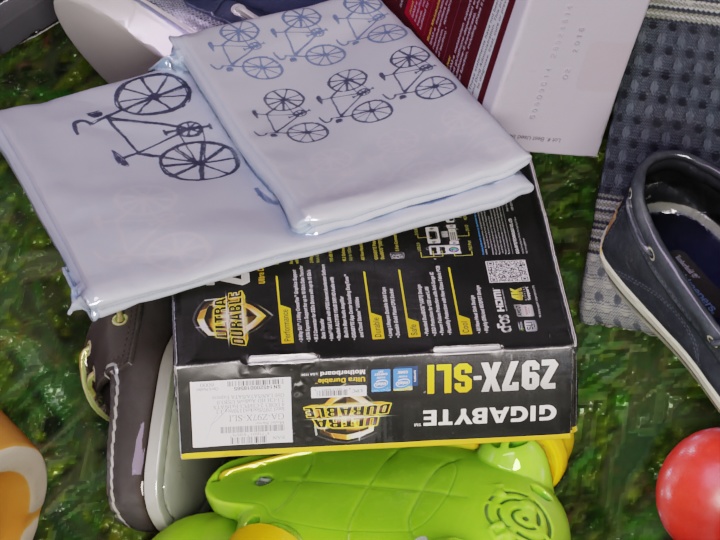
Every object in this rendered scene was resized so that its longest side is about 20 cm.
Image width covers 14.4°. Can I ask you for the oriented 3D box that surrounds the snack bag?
[{"bbox_3d":[-0.052,-0.055,1.217,0.200,0.021,0.189,-16,34,-14],"label":"snack bag"}]

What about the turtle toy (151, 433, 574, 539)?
[{"bbox_3d":[-0.002,0.122,1.157,0.200,0.101,0.146,3,31,23],"label":"turtle toy"}]

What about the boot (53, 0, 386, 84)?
[{"bbox_3d":[-0.049,-0.107,1.371,0.200,0.073,0.090,30,64,27],"label":"boot"}]

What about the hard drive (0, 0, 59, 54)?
[{"bbox_3d":[-0.174,-0.215,1.511,0.140,0.038,0.200,-33,50,-3],"label":"hard drive"}]

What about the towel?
[{"bbox_3d":[0.188,-0.051,1.182,0.200,0.035,0.193,13,96,40],"label":"towel"}]

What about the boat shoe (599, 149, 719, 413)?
[{"bbox_3d":[0.167,0.022,1.120,0.075,0.062,0.200,-24,50,-25],"label":"boat shoe"}]

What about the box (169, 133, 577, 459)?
[{"bbox_3d":[0.000,0.000,1.195,0.160,0.049,0.200,-5,32,-3],"label":"box"}]

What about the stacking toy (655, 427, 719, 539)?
[{"bbox_3d":[0.193,0.116,1.102,0.200,0.085,0.085,29,70,39],"label":"stacking toy"}]

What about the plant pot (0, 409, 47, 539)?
[{"bbox_3d":[-0.245,0.083,1.241,0.183,0.200,0.200,32,71,19],"label":"plant pot"}]

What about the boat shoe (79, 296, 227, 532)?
[{"bbox_3d":[-0.092,0.037,1.277,0.061,0.072,0.201,-5,46,15],"label":"boat shoe"}]

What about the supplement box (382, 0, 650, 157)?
[{"bbox_3d":[0.060,-0.148,1.281,0.061,0.109,0.200,3,33,-24],"label":"supplement box"}]
